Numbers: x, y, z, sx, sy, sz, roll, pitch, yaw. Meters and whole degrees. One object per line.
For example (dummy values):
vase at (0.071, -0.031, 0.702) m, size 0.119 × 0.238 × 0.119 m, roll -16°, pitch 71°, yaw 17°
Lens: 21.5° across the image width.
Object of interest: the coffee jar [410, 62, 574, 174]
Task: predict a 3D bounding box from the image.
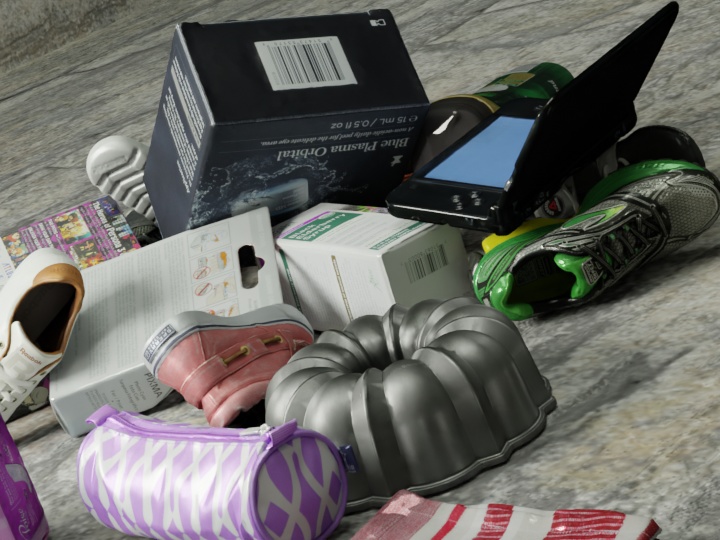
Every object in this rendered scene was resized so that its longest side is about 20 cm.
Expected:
coffee jar at (0.121, -0.115, 1.674) m, size 0.085 × 0.105 × 0.200 m, roll -5°, pitch 14°, yaw 35°

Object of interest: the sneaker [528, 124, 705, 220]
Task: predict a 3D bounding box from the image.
sneaker at (0.187, -0.059, 1.531) m, size 0.199 × 0.074 × 0.088 m, roll -16°, pitch 13°, yaw 48°

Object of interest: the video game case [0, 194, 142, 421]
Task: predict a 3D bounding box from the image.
video game case at (-0.267, 0.030, 1.664) m, size 0.180 × 0.036 × 0.200 m, roll -24°, pitch 43°, yaw -12°

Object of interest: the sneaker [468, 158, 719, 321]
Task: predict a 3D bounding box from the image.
sneaker at (0.180, -0.013, 1.403) m, size 0.199 × 0.078 × 0.085 m, roll -27°, pitch 23°, yaw 4°

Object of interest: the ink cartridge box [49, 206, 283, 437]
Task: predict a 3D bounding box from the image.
ink cartridge box at (-0.154, 0.038, 1.537) m, size 0.199 × 0.047 × 0.160 m, roll -19°, pitch 36°, yaw 5°

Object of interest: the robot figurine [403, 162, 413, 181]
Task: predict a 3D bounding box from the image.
robot figurine at (0.032, -0.096, 1.837) m, size 0.199 × 0.059 × 0.145 m, roll -14°, pitch 17°, yaw 15°

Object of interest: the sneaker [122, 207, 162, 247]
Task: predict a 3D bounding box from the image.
sneaker at (-0.203, -0.012, 1.805) m, size 0.114 × 0.077 × 0.199 m, roll -2°, pitch 27°, yaw 41°

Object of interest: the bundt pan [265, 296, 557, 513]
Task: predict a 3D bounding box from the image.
bundt pan at (0.024, 0.079, 1.256) m, size 0.201 × 0.076 × 0.202 m, roll -17°, pitch 17°, yaw 6°

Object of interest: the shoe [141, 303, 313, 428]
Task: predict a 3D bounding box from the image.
shoe at (-0.074, 0.080, 1.386) m, size 0.072 × 0.091 × 0.200 m, roll -49°, pitch -21°, yaw 17°

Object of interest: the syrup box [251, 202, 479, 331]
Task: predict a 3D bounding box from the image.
syrup box at (0.000, 0.000, 1.523) m, size 0.078 × 0.082 × 0.200 m, roll -26°, pitch 19°, yaw -29°

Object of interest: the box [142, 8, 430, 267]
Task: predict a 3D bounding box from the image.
box at (-0.067, -0.109, 1.627) m, size 0.195 × 0.201 × 0.118 m, roll -7°, pitch 55°, yaw -22°

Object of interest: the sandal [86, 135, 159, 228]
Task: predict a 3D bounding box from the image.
sandal at (-0.165, -0.073, 1.753) m, size 0.082 × 0.202 × 0.050 m, roll -34°, pitch 41°, yaw 22°

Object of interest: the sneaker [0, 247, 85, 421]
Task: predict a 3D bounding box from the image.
sneaker at (-0.285, 0.075, 1.489) m, size 0.201 × 0.073 × 0.085 m, roll -58°, pitch 25°, yaw 1°

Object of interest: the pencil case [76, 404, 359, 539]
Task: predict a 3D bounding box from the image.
pencil case at (-0.098, 0.132, 1.202) m, size 0.199 × 0.086 × 0.084 m, roll -3°, pitch 28°, yaw 46°

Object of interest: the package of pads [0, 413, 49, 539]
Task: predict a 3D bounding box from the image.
package of pads at (-0.323, 0.163, 1.289) m, size 0.199 × 0.121 × 0.076 m, roll -16°, pitch 16°, yaw 11°

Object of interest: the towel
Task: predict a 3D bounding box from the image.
towel at (0.049, 0.168, 1.033) m, size 0.199 × 0.023 × 0.144 m, roll -2°, pitch 25°, yaw 45°

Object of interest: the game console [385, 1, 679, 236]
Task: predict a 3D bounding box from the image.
game console at (0.130, -0.123, 1.446) m, size 0.175 × 0.117 × 0.200 m, roll 10°, pitch 34°, yaw 38°
